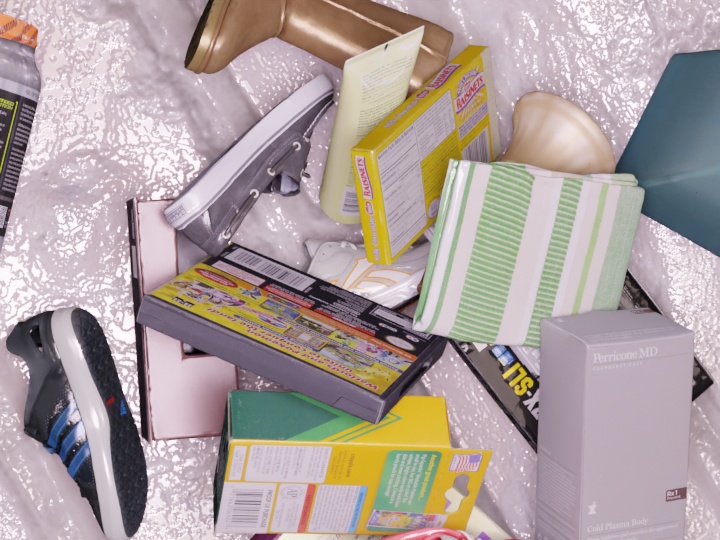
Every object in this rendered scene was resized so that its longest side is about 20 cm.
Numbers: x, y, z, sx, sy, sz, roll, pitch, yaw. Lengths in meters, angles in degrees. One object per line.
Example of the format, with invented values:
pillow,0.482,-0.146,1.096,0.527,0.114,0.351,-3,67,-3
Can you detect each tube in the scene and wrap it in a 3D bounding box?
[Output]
tube,0.005,-0.117,1.517,0.052,0.200,0.058,15,54,0

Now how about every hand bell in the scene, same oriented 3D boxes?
hand bell,0.112,-0.045,1.546,0.104,0.104,0.200,46,63,-7

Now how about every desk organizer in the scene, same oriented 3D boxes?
desk organizer,-0.146,0.038,1.552,0.077,0.072,0.201,-4,91,-12

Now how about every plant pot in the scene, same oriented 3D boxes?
plant pot,0.320,-0.097,1.563,0.141,0.200,0.142,28,86,-8

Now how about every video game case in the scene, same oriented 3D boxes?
video game case,-0.048,0.045,1.453,0.200,0.181,0.026,23,109,11

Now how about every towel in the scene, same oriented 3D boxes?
towel,0.138,-0.012,1.523,0.200,0.023,0.153,5,103,-36

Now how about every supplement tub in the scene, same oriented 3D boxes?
supplement tub,-0.325,-0.107,1.495,0.122,0.123,0.201,15,88,-9

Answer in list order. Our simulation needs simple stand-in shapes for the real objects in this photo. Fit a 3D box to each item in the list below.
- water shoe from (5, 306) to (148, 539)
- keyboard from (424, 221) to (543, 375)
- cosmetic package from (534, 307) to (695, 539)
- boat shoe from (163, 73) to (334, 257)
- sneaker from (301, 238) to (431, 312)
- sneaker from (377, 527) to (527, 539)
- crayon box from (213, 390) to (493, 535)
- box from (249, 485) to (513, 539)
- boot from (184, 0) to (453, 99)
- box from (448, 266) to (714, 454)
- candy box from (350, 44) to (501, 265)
water shoe,-0.232,0.130,1.550,0.079,0.071,0.201,-12,94,18
keyboard,0.101,-0.005,1.563,0.200,0.011,0.056,53,51,-2
cosmetic package,0.207,0.137,1.542,0.107,0.090,0.201,-8,109,-21
boat shoe,-0.076,-0.084,1.538,0.066,0.070,0.200,49,52,-8
sneaker,0.000,0.000,1.577,0.200,0.076,0.092,-29,84,-13
sneaker,0.077,0.236,1.463,0.199,0.087,0.074,-4,50,-20
crayon box,-0.009,0.151,1.450,0.199,0.126,0.052,3,49,-9
box,0.024,0.250,1.567,0.200,0.097,0.176,42,83,-6
boot,-0.029,-0.185,1.537,0.200,0.066,0.175,26,46,-8
box,0.182,0.069,1.617,0.160,0.049,0.200,-40,96,-5
candy box,0.057,-0.096,1.520,0.200,0.026,0.102,-44,132,-46
